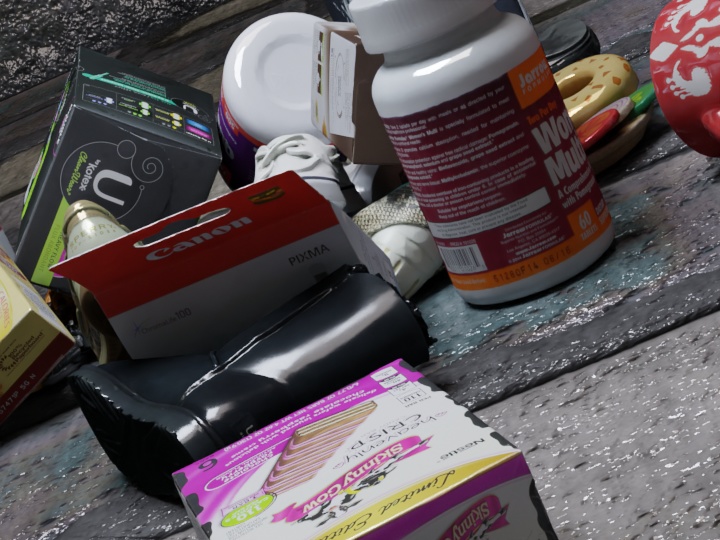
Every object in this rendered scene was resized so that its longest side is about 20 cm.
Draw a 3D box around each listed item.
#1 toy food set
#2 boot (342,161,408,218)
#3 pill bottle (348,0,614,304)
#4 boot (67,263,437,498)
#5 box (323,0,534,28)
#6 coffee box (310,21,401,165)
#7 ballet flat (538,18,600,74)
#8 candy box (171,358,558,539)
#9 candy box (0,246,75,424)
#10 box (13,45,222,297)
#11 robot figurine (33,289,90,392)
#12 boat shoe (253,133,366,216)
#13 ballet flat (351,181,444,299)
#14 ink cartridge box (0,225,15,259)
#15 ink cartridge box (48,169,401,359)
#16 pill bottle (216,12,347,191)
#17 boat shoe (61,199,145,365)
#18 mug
[{"bbox_3d":[0.125,-0.094,1.504,0.199,0.049,0.198,-24,15,1],"label":"toy food set"},{"bbox_3d":[0.004,-0.078,1.588,0.095,0.074,0.200,-9,21,28],"label":"boot"},{"bbox_3d":[0.073,-0.089,1.267,0.109,0.201,0.110,-22,15,6],"label":"pill bottle"},{"bbox_3d":[-0.064,0.060,1.207,0.168,0.077,0.200,-32,20,-23],"label":"boot"},{"bbox_3d":[0.051,-0.252,1.882,0.123,0.198,0.200,-27,14,-12],"label":"box"},{"bbox_3d":[0.034,-0.123,1.415,0.114,0.080,0.200,1,11,-8],"label":"coffee box"},{"bbox_3d":[0.115,-0.138,1.707,0.199,0.057,0.067,-30,42,-3],"label":"ballet flat"},{"bbox_3d":[-0.003,0.113,0.956,0.136,0.061,0.200,-26,15,-9],"label":"candy box"},{"bbox_3d":[-0.298,0.034,1.500,0.115,0.055,0.200,-46,42,0],"label":"candy box"},{"bbox_3d":[-0.192,-0.071,1.624,0.124,0.149,0.200,19,16,-13],"label":"box"},{"bbox_3d":[-0.267,0.050,1.602,0.144,0.058,0.200,-21,14,12],"label":"robot figurine"},{"bbox_3d":[-0.042,-0.061,1.390,0.072,0.066,0.200,-24,-2,14],"label":"boat shoe"},{"bbox_3d":[0.000,0.000,1.372,0.199,0.068,0.076,-23,35,29],"label":"ballet flat"},{"bbox_3d":[-0.396,0.049,1.766,0.199,0.083,0.146,-21,15,12],"label":"ink cartridge box"},{"bbox_3d":[-0.074,0.014,1.243,0.159,0.048,0.200,-21,-20,11],"label":"ink cartridge box"},{"bbox_3d":[-0.060,-0.117,1.654,0.112,0.113,0.200,-29,-14,-16],"label":"pill bottle"},{"bbox_3d":[-0.151,0.019,1.343,0.073,0.063,0.200,-25,-23,-10],"label":"boat shoe"},{"bbox_3d":[0.275,-0.135,1.257,0.199,0.134,0.177,-14,16,46],"label":"mug"}]
